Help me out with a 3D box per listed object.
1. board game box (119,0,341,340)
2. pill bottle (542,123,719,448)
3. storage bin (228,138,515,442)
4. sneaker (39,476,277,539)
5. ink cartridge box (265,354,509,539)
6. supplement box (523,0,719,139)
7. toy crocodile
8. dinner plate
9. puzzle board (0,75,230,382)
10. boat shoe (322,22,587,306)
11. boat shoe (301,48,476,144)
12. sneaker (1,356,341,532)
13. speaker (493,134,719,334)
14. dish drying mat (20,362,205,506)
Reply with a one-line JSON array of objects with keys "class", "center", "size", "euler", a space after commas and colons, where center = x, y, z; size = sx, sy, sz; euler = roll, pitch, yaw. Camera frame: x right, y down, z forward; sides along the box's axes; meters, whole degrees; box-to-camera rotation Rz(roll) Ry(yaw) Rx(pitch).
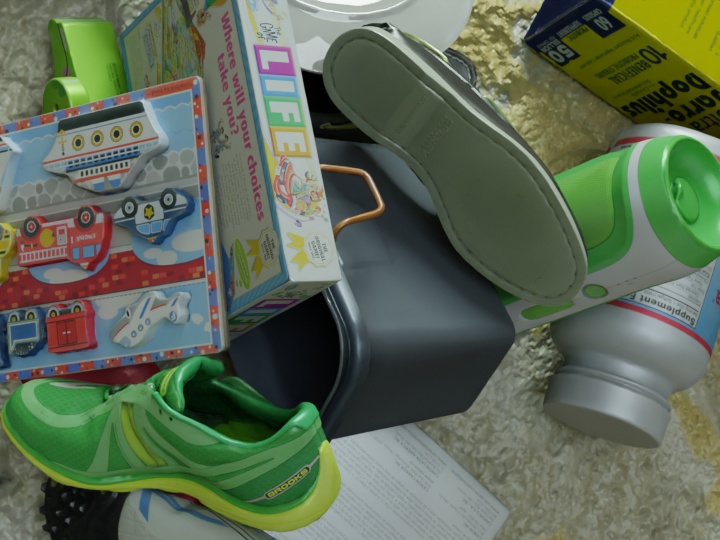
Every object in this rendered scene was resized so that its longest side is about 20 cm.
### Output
[{"class": "board game box", "center": [-0.079, -0.069, 0.796], "size": [0.034, 0.134, 0.201], "euler": [-1, 73, -36]}, {"class": "pill bottle", "center": [0.192, 0.011, 0.950], "size": [0.108, 0.109, 0.201], "euler": [24, 76, -14]}, {"class": "storage bin", "center": [0.000, 0.000, 0.847], "size": [0.134, 0.146, 0.200], "euler": [-3, 51, -29]}, {"class": "sneaker", "center": [-0.102, 0.163, 0.804], "size": [0.199, 0.072, 0.072], "euler": [23, 90, 28]}, {"class": "ink cartridge box", "center": [-0.023, 0.179, 0.886], "size": [0.162, 0.050, 0.200], "euler": [43, 74, -11]}, {"class": "supplement box", "center": [0.237, -0.161, 0.988], "size": [0.200, 0.109, 0.110], "euler": [32, 73, -12]}, {"class": "toy crocodile", "center": [-0.150, -0.062, 0.868], "size": [0.067, 0.062, 0.201], "euler": [-15, 82, -39]}, {"class": "dinner plate", "center": [-0.019, -0.207, 0.908], "size": [0.199, 0.024, 0.201], "euler": [7, 57, -11]}, {"class": "puzzle board", "center": [-0.167, -0.017, 0.804], "size": [0.017, 0.199, 0.151], "euler": [4, 78, -62]}, {"class": "boat shoe", "center": [0.064, -0.067, 0.827], "size": [0.201, 0.072, 0.061], "euler": [49, 26, 4]}, {"class": "boat shoe", "center": [-0.011, -0.119, 0.914], "size": [0.200, 0.061, 0.072], "euler": [-7, 84, -20]}, {"class": "sneaker", "center": [-0.103, 0.080, 0.773], "size": [0.199, 0.074, 0.084], "euler": [9, 118, 18]}, {"class": "speaker", "center": [0.129, -0.015, 0.878], "size": [0.088, 0.200, 0.089], "euler": [20, 59, -38]}, {"class": "dish drying mat", "center": [-0.125, 0.128, 0.873], "size": [0.077, 0.018, 0.200], "euler": [-35, 93, -24]}]
